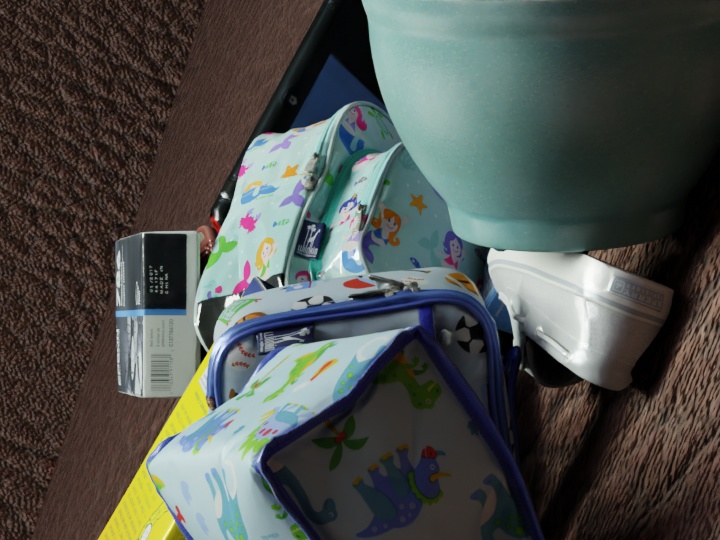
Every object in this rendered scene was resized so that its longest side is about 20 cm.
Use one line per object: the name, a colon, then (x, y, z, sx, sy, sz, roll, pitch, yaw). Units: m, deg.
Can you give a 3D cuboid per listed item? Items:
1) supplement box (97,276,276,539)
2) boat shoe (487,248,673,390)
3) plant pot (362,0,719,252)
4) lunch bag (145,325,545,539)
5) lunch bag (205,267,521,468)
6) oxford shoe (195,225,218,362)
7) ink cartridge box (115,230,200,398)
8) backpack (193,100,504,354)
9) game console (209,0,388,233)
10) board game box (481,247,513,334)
supplement box: (-0.053, 0.124, 1.569, 0.200, 0.109, 0.110, -60, 17, 7)
boat shoe: (0.106, 0.027, 1.490, 0.069, 0.072, 0.200, -68, 19, -1)
plant pot: (0.102, -0.085, 1.451, 0.200, 0.199, 0.135, -111, 17, -76)
lunch bag: (0.012, 0.137, 1.336, 0.127, 0.200, 0.170, -40, 12, -19)
lunch bag: (0.008, 0.095, 1.466, 0.076, 0.160, 0.201, -96, -1, -76)
oxford shoe: (-0.063, 0.064, 1.803, 0.070, 0.075, 0.201, -47, 52, 53)
ink cartridge box: (-0.127, 0.028, 1.780, 0.200, 0.039, 0.100, 166, 103, -81)
backpack: (0.000, 0.000, 1.739, 0.150, 0.178, 0.200, -22, 37, 27)
game console: (0.004, -0.061, 1.864, 0.031, 0.177, 0.200, 1, 56, 46)
board game box: (0.128, -0.081, 1.666, 0.152, 0.036, 0.200, -81, 15, -51)
